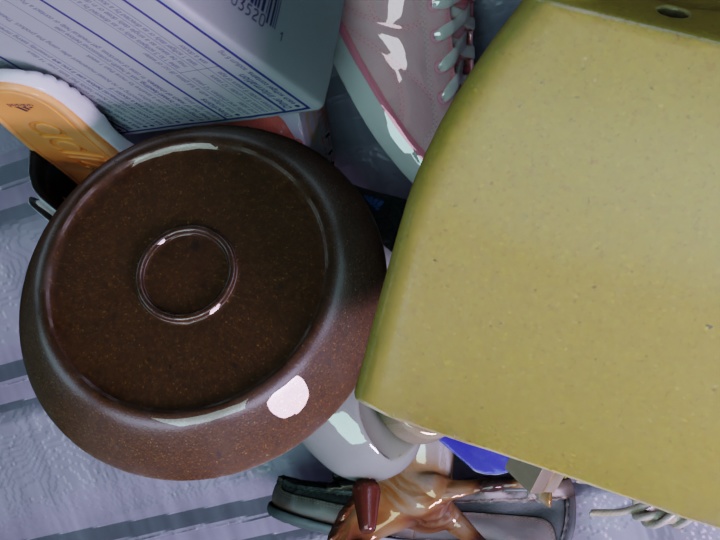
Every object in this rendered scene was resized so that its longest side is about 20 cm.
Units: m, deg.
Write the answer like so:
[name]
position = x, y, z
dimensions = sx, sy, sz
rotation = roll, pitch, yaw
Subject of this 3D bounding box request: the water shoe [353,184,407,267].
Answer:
[water shoe]
position = 0.000, 0.000, 0.801
dimensions = 0.199, 0.072, 0.079
rotation = 24, 125, 6

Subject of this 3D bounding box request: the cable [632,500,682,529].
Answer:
[cable]
position = 0.176, 0.060, 0.848
dimensions = 0.097, 0.050, 0.201
rotation = -16, 107, 34

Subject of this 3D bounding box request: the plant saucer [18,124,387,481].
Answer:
[plant saucer]
position = -0.087, 0.007, 0.727
dimensions = 0.199, 0.035, 0.201
rotation = -4, 66, 9

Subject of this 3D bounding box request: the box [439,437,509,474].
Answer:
[box]
position = 0.105, 0.022, 0.819
dimensions = 0.119, 0.041, 0.200
rotation = 39, 93, 12

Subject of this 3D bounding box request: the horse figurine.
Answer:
[horse figurine]
position = 0.056, 0.100, 0.868
dimensions = 0.132, 0.050, 0.201
rotation = 4, 75, 13

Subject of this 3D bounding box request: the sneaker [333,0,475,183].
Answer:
[sneaker]
position = 0.041, -0.134, 0.798
dimensions = 0.104, 0.075, 0.201
rotation = -31, 90, 23

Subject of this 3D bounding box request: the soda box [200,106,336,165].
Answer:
[soda box]
position = -0.046, -0.032, 0.861
dimensions = 0.063, 0.068, 0.201
rotation = -8, 106, 14

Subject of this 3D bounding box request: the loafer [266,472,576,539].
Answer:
[loafer]
position = 0.041, 0.148, 0.915
dimensions = 0.199, 0.072, 0.063
rotation = 10, 91, 2

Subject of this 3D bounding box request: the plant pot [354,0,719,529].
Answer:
[plant pot]
position = 0.129, -0.039, 0.646
dimensions = 0.193, 0.196, 0.201
rotation = 17, 122, 15

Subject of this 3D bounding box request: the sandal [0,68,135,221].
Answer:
[sandal]
position = -0.165, -0.051, 0.822
dimensions = 0.079, 0.207, 0.060
rotation = 5, 73, 23

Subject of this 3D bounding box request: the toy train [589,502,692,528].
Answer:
[toy train]
position = 0.246, 0.138, 0.819
dimensions = 0.199, 0.085, 0.116
rotation = -18, 140, 23

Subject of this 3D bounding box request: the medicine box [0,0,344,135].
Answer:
[medicine box]
position = -0.139, -0.156, 0.740
dimensions = 0.199, 0.182, 0.103
rotation = -2, 70, 36

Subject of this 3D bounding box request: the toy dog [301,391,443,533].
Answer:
[toy dog]
position = -0.044, 0.081, 0.782
dimensions = 0.199, 0.097, 0.132
rotation = 12, 151, 3

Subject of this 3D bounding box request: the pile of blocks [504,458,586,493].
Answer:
[pile of blocks]
position = 0.176, 0.072, 0.781
dimensions = 0.200, 0.062, 0.082
rotation = -37, 138, -11
